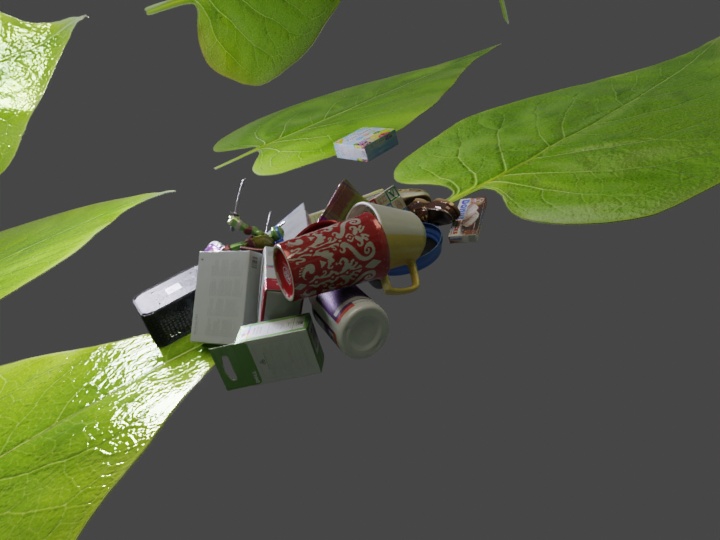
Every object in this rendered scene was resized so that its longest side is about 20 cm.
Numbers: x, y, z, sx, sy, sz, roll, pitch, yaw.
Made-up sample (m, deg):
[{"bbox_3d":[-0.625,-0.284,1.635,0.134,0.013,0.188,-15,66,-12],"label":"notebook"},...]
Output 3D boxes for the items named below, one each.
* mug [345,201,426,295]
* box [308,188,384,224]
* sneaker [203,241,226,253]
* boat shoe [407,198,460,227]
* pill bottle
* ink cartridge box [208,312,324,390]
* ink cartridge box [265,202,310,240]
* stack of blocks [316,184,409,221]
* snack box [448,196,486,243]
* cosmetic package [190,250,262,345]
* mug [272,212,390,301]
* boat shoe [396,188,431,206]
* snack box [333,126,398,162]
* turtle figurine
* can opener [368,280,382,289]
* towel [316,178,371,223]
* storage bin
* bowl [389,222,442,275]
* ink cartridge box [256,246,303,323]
[{"bbox_3d":[0.061,-0.052,1.193,0.150,0.192,0.148,-4,10,-36],"label":"mug"},{"bbox_3d":[-0.023,-0.129,1.408,0.195,0.099,0.176,-18,6,1],"label":"box"},{"bbox_3d":[-0.386,-0.017,1.500,0.198,0.082,0.088,18,51,45],"label":"sneaker"},{"bbox_3d":[0.179,-0.141,1.414,0.070,0.071,0.199,-44,22,-15],"label":"boat shoe"},{"bbox_3d":[-0.033,0.082,1.101,0.110,0.114,0.200,-25,30,-16],"label":"pill bottle"},{"bbox_3d":[-0.178,0.157,1.056,0.195,0.106,0.060,-12,28,8],"label":"ink cartridge box"},{"bbox_3d":[-0.205,-0.068,1.451,0.196,0.047,0.201,-38,27,13],"label":"ink cartridge box"},{"bbox_3d":[0.008,-0.121,1.288,0.198,0.117,0.059,-33,7,-2],"label":"stack of blocks"},{"bbox_3d":[0.275,-0.130,1.395,0.070,0.025,0.201,-5,32,23],"label":"snack box"},{"bbox_3d":[-0.296,0.060,1.206,0.147,0.206,0.051,1,-8,26],"label":"cosmetic package"},{"bbox_3d":[-0.067,-0.022,1.062,0.196,0.137,0.177,-18,11,-25],"label":"mug"},{"bbox_3d":[0.104,-0.191,1.551,0.195,0.076,0.067,0,28,9],"label":"boat shoe"},{"bbox_3d":[0.019,-0.486,2.098,0.167,0.069,0.198,-35,32,-28],"label":"snack box"},{"bbox_3d":[-0.289,-0.079,1.371,0.192,0.202,0.144,-35,-9,0],"label":"turtle figurine"},{"bbox_3d":[0.000,0.000,1.290,0.052,0.068,0.200,-28,23,-13],"label":"can opener"},{"bbox_3d":[-0.041,-0.083,1.220,0.202,0.143,0.023,-58,34,-1],"label":"towel"},{"bbox_3d":[-0.435,0.079,1.338,0.198,0.096,0.134,-29,32,-23],"label":"storage bin"},{"bbox_3d":[0.106,-0.053,1.337,0.196,0.040,0.202,-13,30,7],"label":"bowl"},{"bbox_3d":[-0.173,0.059,1.162,0.081,0.149,0.201,6,26,-13],"label":"ink cartridge box"}]
